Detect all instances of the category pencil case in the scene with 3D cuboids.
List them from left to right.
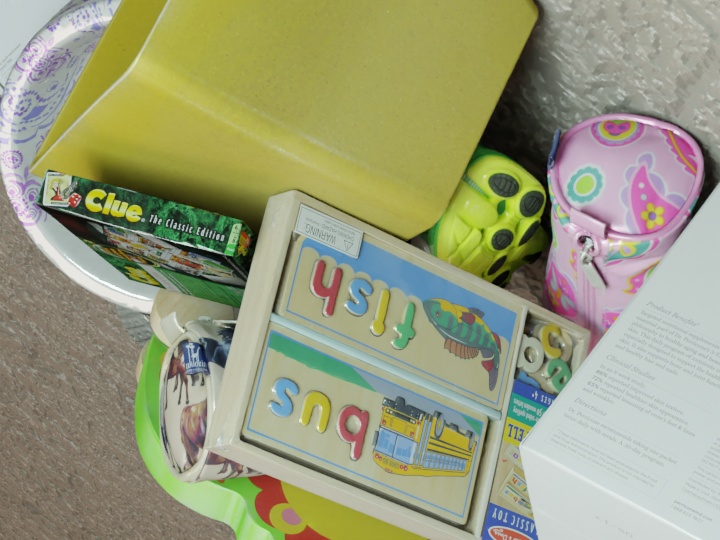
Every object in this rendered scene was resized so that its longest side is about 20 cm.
[{"bbox_3d":[-0.009,0.060,1.253,0.078,0.198,0.090,167,99,-68],"label":"pencil case"},{"bbox_3d":[0.137,0.001,1.253,0.087,0.088,0.201,31,155,20],"label":"pencil case"}]

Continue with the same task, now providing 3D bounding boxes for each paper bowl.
[{"bbox_3d":[-0.106,-0.082,1.383,0.199,0.104,0.202,6,116,12],"label":"paper bowl"}]

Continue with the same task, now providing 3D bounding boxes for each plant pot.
[{"bbox_3d":[-0.028,-0.110,1.200,0.176,0.201,0.200,31,158,-13],"label":"plant pot"}]

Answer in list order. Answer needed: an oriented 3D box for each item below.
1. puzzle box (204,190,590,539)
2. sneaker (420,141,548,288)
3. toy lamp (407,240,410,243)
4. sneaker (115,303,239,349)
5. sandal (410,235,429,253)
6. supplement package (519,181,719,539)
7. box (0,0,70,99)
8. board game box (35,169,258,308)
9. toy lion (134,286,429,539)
[{"bbox_3d":[0.023,0.059,1.165,0.199,0.134,0.025,24,160,-30],"label":"puzzle box"},{"bbox_3d":[0.055,-0.033,1.281,0.084,0.074,0.200,47,177,10],"label":"sneaker"},{"bbox_3d":[0.000,0.000,1.369,0.058,0.058,0.200,34,158,14],"label":"toy lamp"},{"bbox_3d":[-0.071,0.028,1.516,0.199,0.088,0.074,17,166,-35],"label":"sneaker"},{"bbox_3d":[0.045,0.009,1.449,0.083,0.050,0.203,49,164,24],"label":"sandal"},{"bbox_3d":[0.202,0.085,1.154,0.151,0.200,0.151,26,153,28],"label":"supplement package"},{"bbox_3d":[-0.168,-0.111,1.477,0.200,0.117,0.060,49,158,-20],"label":"box"},{"bbox_3d":[-0.094,-0.010,1.217,0.104,0.024,0.200,12,171,9],"label":"board game box"},{"bbox_3d":[-0.028,0.106,1.299,0.198,0.193,0.069,11,133,-11],"label":"toy lion"}]
